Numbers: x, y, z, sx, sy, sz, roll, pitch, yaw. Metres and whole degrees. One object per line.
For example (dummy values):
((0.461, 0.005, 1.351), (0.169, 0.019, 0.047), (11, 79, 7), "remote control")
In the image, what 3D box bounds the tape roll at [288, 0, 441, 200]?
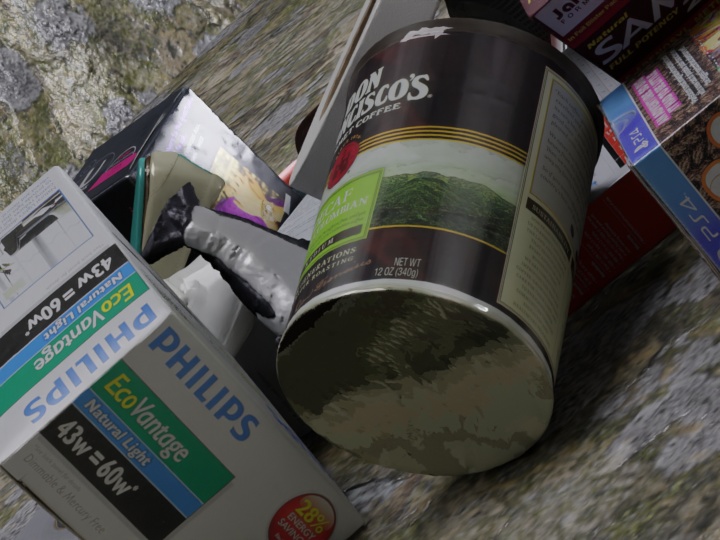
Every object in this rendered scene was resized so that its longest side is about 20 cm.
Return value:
((0.011, -0.137, 1.662), (0.203, 0.037, 0.204), (-156, 90, -86), "tape roll")

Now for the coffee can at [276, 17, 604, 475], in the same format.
((0.046, -0.014, 1.404), (0.146, 0.146, 0.201), (-31, 32, 39), "coffee can")

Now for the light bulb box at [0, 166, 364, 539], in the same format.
((-0.129, 0.079, 1.482), (0.125, 0.198, 0.200), (-41, 35, -1), "light bulb box")

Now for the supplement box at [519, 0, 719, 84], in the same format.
((0.180, -0.149, 1.456), (0.109, 0.200, 0.061), (-42, 45, 20), "supplement box")

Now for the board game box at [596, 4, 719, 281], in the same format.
((0.234, -0.096, 1.352), (0.200, 0.097, 0.160), (-39, 12, 9), "board game box")

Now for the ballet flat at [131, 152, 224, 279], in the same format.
((-0.127, 0.020, 1.714), (0.070, 0.069, 0.201), (-68, -9, -65), "ballet flat")

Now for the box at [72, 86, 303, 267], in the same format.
((-0.105, -0.006, 1.821), (0.122, 0.200, 0.106), (-30, 21, 43), "box")

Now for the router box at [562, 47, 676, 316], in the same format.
((0.105, -0.042, 1.582), (0.179, 0.049, 0.200), (-39, 24, 8), "router box")

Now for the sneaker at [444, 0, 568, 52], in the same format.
((0.103, -0.116, 1.694), (0.066, 0.200, 0.091), (1, 62, 27), "sneaker")

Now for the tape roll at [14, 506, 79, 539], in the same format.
((-0.137, 0.153, 1.694), (0.200, 0.066, 0.200), (-39, 13, 10), "tape roll")

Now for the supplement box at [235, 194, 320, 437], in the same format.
((0.000, 0.000, 1.729), (0.103, 0.101, 0.200), (-30, 16, 41), "supplement box")

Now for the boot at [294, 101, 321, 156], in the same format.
((0.055, -0.119, 1.884), (0.199, 0.075, 0.097), (-20, -1, 17), "boot")

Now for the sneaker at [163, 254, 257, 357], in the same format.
((-0.139, 0.047, 1.632), (0.200, 0.088, 0.075), (-52, 27, 0), "sneaker")

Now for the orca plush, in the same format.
((-0.042, 0.033, 1.591), (0.071, 0.199, 0.105), (111, 179, -46), "orca plush")

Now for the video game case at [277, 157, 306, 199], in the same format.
((-0.094, 0.015, 1.967), (0.200, 0.017, 0.143), (-43, -28, -10), "video game case")
